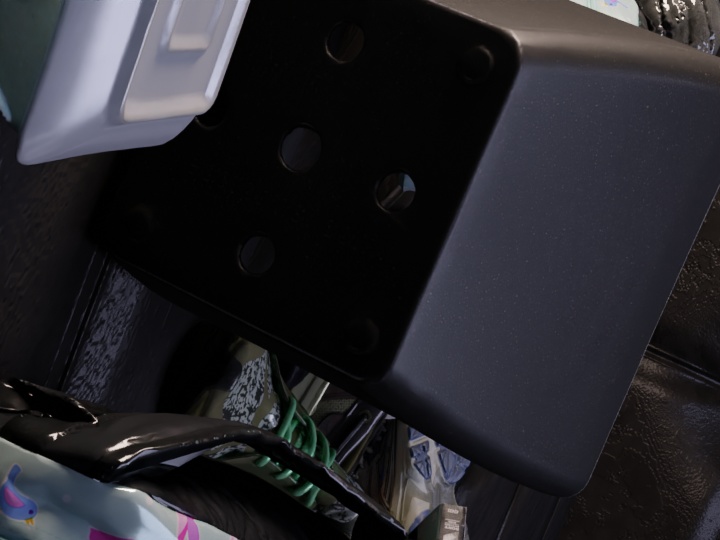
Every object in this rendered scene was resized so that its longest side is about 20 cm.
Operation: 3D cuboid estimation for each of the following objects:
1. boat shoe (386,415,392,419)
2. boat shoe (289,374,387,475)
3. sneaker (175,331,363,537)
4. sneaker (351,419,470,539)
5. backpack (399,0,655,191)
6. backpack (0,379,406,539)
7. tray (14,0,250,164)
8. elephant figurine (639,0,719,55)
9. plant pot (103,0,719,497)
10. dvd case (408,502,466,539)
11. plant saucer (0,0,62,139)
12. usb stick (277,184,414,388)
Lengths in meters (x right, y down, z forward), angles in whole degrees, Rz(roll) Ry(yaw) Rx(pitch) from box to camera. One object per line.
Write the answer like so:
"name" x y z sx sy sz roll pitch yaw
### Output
"boat shoe" 0.049 -0.002 1.137 0.200 0.072 0.069 -54 141 -17
"boat shoe" -0.038 0.142 1.046 0.201 0.065 0.073 -67 166 8
"sneaker" -0.036 0.091 0.918 0.077 0.088 0.200 -62 161 -19
"sneaker" 0.029 0.140 1.289 0.077 0.085 0.201 15 78 -44
"backpack" 0.081 -0.091 0.913 0.200 0.126 0.167 -94 -166 -69
"backpack" -0.089 0.107 0.605 0.200 0.166 0.127 37 66 -63
"tray" -0.041 -0.124 0.537 0.201 0.022 0.107 -69 165 14
"elephant figurine" 0.167 -0.152 1.049 0.142 0.155 0.200 -46 -163 -9
"plant pot" 0.014 -0.038 0.728 0.177 0.200 0.200 13 102 -63
"dvd case" 0.027 0.263 1.136 0.146 0.022 0.201 125 -25 -59
"plant saucer" -0.070 -0.135 0.539 0.201 0.039 0.201 -58 165 -26
"usb stick" 0.000 0.000 1.022 0.200 0.033 0.056 -47 164 -51
